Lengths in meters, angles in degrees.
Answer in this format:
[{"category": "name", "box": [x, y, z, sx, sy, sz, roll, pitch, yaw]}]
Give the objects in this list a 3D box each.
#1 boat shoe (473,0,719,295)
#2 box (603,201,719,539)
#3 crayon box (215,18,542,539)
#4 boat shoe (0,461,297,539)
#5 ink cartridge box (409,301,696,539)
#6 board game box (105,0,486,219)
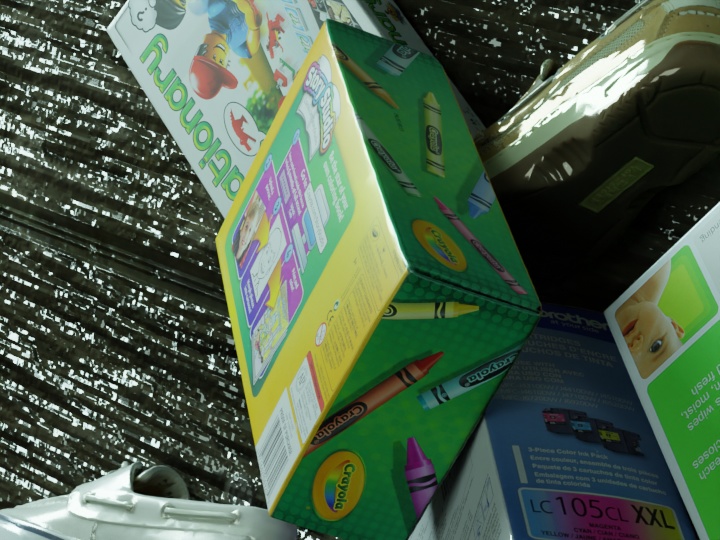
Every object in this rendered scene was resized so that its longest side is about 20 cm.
[{"category": "boat shoe", "box": [0.086, -0.052, 0.904, 0.200, 0.072, 0.076, -34, 40, 38]}, {"category": "box", "box": [0.205, 0.030, 0.744, 0.200, 0.097, 0.177, -46, 42, 30]}, {"category": "crayon box", "box": [0.000, 0.000, 0.864, 0.119, 0.058, 0.200, -61, 23, 26]}, {"category": "boat shoe", "box": [-0.109, 0.129, 1.065, 0.200, 0.071, 0.070, 3, 63, 44]}, {"category": "ink cartridge box", "box": [0.061, 0.101, 0.850, 0.200, 0.076, 0.137, -102, 25, -58]}, {"category": "board game box", "box": [-0.032, -0.086, 1.018, 0.126, 0.035, 0.200, -50, 59, 29]}]
